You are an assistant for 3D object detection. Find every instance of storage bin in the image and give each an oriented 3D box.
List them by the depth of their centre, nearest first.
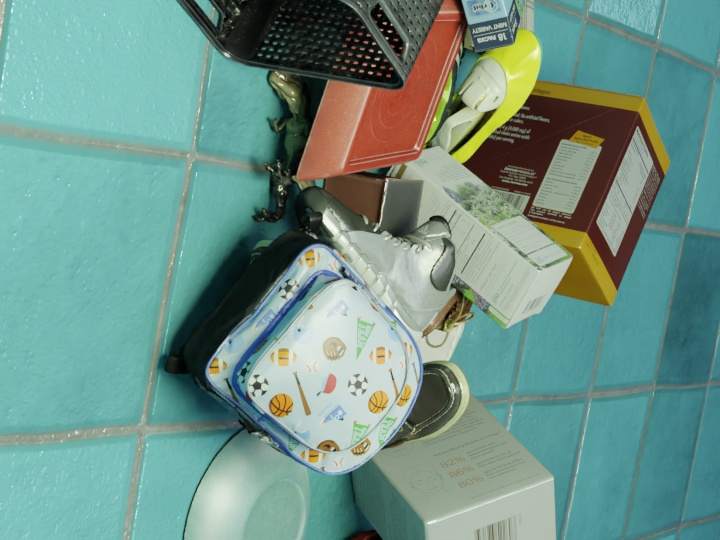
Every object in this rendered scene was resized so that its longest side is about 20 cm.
[{"bbox_3d":[-0.046,-0.237,1.331,0.135,0.199,0.094,49,59,-52],"label":"storage bin"}]

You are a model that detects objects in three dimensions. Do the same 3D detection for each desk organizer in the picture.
[{"bbox_3d":[0.000,0.000,1.609,0.072,0.077,0.201,-3,104,-56],"label":"desk organizer"}]

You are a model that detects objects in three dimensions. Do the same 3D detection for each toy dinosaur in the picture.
[{"bbox_3d":[-0.065,-0.092,1.507,0.088,0.047,0.201,-50,143,-47],"label":"toy dinosaur"}]

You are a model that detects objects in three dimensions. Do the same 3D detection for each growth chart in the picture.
[{"bbox_3d":[0.077,0.076,1.817,0.201,0.018,0.145,-64,146,-21],"label":"growth chart"}]

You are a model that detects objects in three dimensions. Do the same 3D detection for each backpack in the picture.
[{"bbox_3d":[-0.037,0.083,1.424,0.200,0.154,0.191,-47,121,-3],"label":"backpack"}]

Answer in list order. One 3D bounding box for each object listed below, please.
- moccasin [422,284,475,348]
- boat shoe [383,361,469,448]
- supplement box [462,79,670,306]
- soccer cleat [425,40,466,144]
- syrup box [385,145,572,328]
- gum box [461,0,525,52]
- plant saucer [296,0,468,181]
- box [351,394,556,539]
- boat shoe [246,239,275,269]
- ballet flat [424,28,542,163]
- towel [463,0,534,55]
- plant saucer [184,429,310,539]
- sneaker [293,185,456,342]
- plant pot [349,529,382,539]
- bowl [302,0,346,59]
[{"bbox_3d":[0.090,0.034,1.708,0.078,0.073,0.201,60,17,-7],"label":"moccasin"},{"bbox_3d":[0.026,0.148,1.597,0.065,0.200,0.074,-14,77,-46],"label":"boat shoe"},{"bbox_3d":[0.217,-0.095,1.806,0.201,0.196,0.133,-64,146,-19],"label":"supplement box"},{"bbox_3d":[0.085,-0.226,1.677,0.081,0.067,0.201,13,87,-62],"label":"soccer cleat"},{"bbox_3d":[0.114,-0.038,1.654,0.079,0.200,0.082,-20,144,-54],"label":"syrup box"},{"bbox_3d":[0.115,-0.340,1.538,0.170,0.044,0.201,-71,147,-56],"label":"gum box"},{"bbox_3d":[0.033,-0.178,1.508,0.199,0.037,0.201,-17,130,-59],"label":"plant saucer"},{"bbox_3d":[0.095,0.235,1.686,0.152,0.200,0.107,-16,120,-18],"label":"box"},{"bbox_3d":[-0.078,0.067,1.514,0.065,0.073,0.201,-46,136,-46],"label":"boat shoe"},{"bbox_3d":[0.124,-0.175,1.682,0.067,0.067,0.200,-23,160,-40],"label":"ballet flat"},{"bbox_3d":[0.158,-0.323,1.732,0.192,0.034,0.201,3,91,-71],"label":"towel"},{"bbox_3d":[-0.100,0.254,1.579,0.201,0.039,0.202,-26,122,-51],"label":"plant saucer"},{"bbox_3d":[0.026,-0.031,1.525,0.115,0.075,0.200,-43,121,-13],"label":"sneaker"},{"bbox_3d":[0.057,0.385,1.738,0.200,0.182,0.201,-29,126,-50],"label":"plant pot"},{"bbox_3d":[0.006,-0.308,1.510,0.200,0.074,0.201,-34,129,-47],"label":"bowl"}]
